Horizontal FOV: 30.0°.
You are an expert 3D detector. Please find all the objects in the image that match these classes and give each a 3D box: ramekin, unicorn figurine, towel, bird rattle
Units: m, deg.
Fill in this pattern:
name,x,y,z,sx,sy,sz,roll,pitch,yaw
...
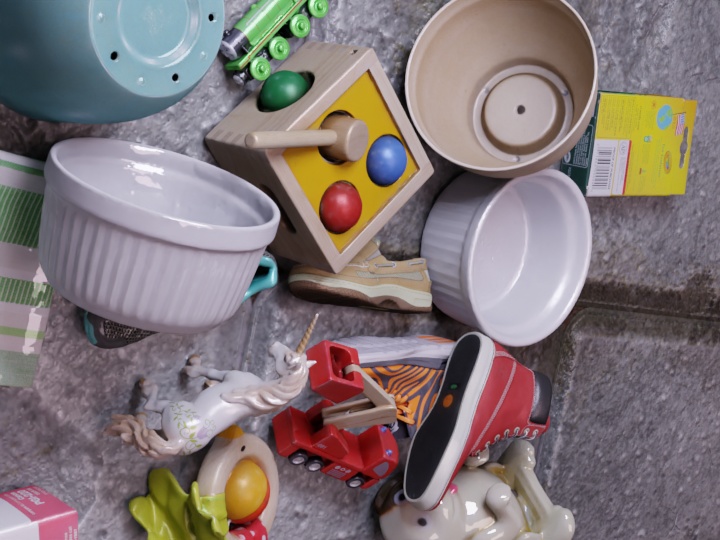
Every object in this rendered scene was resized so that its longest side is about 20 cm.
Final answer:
name,x,y,z,sx,sy,sz,roll,pitch,yaw
ramekin,0.160,-0.022,1.513,0.200,0.097,0.202,-12,109,-39
unicorn figurine,-0.133,0.118,1.264,0.200,0.137,0.074,-45,126,-24
ramekin,-0.176,-0.028,1.131,0.199,0.200,0.106,3,112,-42
towel,-0.322,-0.004,1.142,0.152,0.023,0.201,12,93,-44
bird rattle,-0.122,0.246,1.341,0.200,0.112,0.164,46,54,-42

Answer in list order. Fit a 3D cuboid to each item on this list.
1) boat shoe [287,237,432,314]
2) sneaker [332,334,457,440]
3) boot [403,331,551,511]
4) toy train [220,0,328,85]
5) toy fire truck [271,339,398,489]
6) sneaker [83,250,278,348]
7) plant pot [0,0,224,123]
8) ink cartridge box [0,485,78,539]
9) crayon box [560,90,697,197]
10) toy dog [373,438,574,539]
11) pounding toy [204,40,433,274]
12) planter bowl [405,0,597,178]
name,x,y,z,sx,sy,sz,roll,pitch,yaw
boat shoe,0.000,0.000,1.407,0.200,0.071,0.077,10,81,-51
sneaker,0.032,0.132,1.455,0.199,0.077,0.113,2,99,-42
boot,0.137,0.187,1.468,0.144,0.072,0.201,33,75,-30
toy train,-0.064,-0.259,1.291,0.200,0.042,0.056,-50,119,-20
toy fire truck,-0.012,0.153,1.384,0.141,0.049,0.200,-35,137,27
sneaker,-0.161,0.017,1.243,0.200,0.091,0.078,-29,119,-32
plant pot,-0.205,-0.211,1.095,0.200,0.161,0.202,-13,110,-39
ink cartridge box,-0.349,0.284,1.155,0.199,0.085,0.147,-10,108,-41
crayon box,0.333,-0.156,1.661,0.199,0.051,0.128,-2,103,-41
toy dog,0.109,0.278,1.541,0.199,0.140,0.194,9,140,-43
pounding toy,-0.042,-0.114,1.278,0.184,0.142,0.200,-47,128,-23
planter bowl,0.161,-0.184,1.424,0.201,0.199,0.135,-68,158,-5
